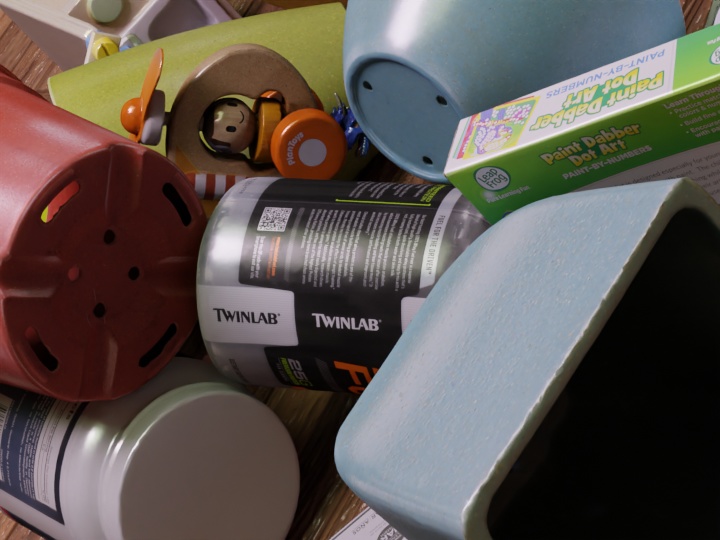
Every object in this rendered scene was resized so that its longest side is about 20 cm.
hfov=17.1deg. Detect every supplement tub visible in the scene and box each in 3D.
[{"bbox_3d":[-0.139,0.113,1.457,0.141,0.140,0.200,-53,33,-13],"label":"supplement tub"},{"bbox_3d":[0.017,0.011,1.366,0.199,0.123,0.123,3,52,23],"label":"supplement tub"}]

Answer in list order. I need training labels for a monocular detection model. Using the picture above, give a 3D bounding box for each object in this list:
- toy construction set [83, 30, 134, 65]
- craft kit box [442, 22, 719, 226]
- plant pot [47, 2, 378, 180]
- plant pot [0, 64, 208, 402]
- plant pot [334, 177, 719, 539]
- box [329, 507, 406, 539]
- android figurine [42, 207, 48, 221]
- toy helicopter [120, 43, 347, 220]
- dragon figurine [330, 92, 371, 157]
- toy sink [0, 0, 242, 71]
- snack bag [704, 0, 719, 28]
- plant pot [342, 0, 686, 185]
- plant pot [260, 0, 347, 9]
[{"bbox_3d":[-0.203,-0.070,1.742,0.200,0.131,0.092,-45,30,15],"label":"toy construction set"},{"bbox_3d":[0.177,-0.026,1.190,0.199,0.198,0.049,-18,42,36],"label":"craft kit box"},{"bbox_3d":[-0.078,-0.092,1.613,0.199,0.188,0.187,-27,33,1],"label":"plant pot"},{"bbox_3d":[-0.202,-0.017,1.397,0.195,0.201,0.201,19,68,45],"label":"plant pot"},{"bbox_3d":[0.102,0.085,1.164,0.200,0.196,0.196,6,58,57],"label":"plant pot"},{"bbox_3d":[0.022,0.213,1.229,0.117,0.060,0.200,-41,31,7],"label":"box"},{"bbox_3d":[-0.208,-0.006,1.646,0.041,0.201,0.182,-13,18,-30],"label":"android figurine"},{"bbox_3d":[-0.111,-0.055,1.493,0.200,0.132,0.079,-53,25,10],"label":"toy helicopter"},{"bbox_3d":[0.064,-0.128,1.533,0.200,0.099,0.059,-46,32,-1],"label":"dragon figurine"},{"bbox_3d":[-0.176,-0.195,1.866,0.112,0.130,0.200,-50,31,-8],"label":"toy sink"},{"bbox_3d":[0.192,-0.111,1.323,0.189,0.021,0.201,105,-174,-53],"label":"snack bag"},{"bbox_3d":[0.067,-0.126,1.375,0.200,0.201,0.135,0,39,49],"label":"plant pot"},{"bbox_3d":[-0.041,-0.274,1.784,0.200,0.142,0.201,-30,35,24],"label":"plant pot"}]
